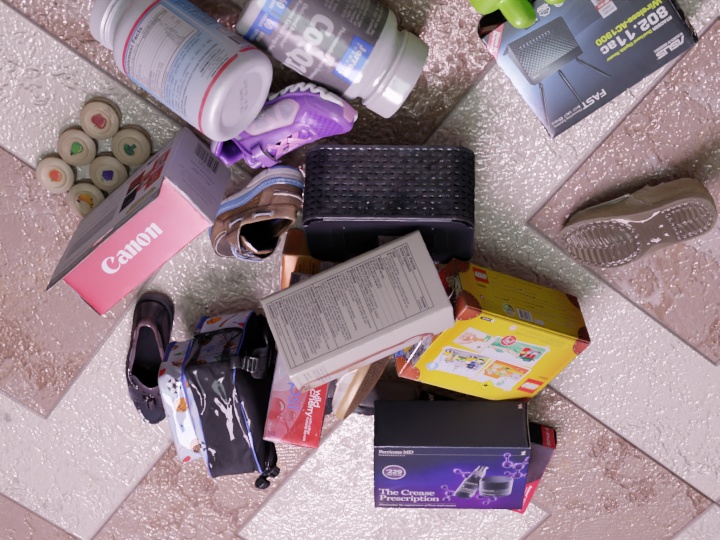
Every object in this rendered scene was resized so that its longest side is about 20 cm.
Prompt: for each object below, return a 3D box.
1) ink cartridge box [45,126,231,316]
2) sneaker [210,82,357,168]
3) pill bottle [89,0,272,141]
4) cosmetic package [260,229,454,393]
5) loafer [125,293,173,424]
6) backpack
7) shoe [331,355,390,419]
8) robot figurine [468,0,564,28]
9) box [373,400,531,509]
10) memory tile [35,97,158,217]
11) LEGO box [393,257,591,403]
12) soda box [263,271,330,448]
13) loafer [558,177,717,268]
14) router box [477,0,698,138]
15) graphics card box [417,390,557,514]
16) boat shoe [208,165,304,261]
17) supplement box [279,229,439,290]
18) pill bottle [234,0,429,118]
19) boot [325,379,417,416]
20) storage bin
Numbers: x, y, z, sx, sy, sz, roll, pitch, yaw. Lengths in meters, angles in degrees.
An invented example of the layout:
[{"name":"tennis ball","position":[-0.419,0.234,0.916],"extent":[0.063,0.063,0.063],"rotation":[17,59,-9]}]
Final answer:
[{"name":"ink cartridge box","position":[-0.261,-0.047,1.459],"extent":[0.199,0.176,0.084],"rotation":[-37,112,24]},{"name":"sneaker","position":[-0.094,-0.158,1.409],"extent":[0.198,0.090,0.080],"rotation":[2,155,33]},{"name":"pill bottle","position":[-0.201,-0.239,1.363],"extent":[0.199,0.108,0.110],"rotation":[37,122,17]},{"name":"cosmetic package","position":[-0.001,0.049,1.404],"extent":[0.197,0.105,0.087],"rotation":[-22,161,0]},{"name":"loafer","position":[-0.284,0.129,1.649],"extent":[0.071,0.063,0.203],"rotation":[7,121,1]},{"name":"backpack","position":[-0.170,0.149,1.580],"extent":[0.151,0.191,0.203],"rotation":[0,118,11]},{"name":"shoe","position":[0.008,0.087,1.508],"extent":[0.053,0.070,0.202],"rotation":[29,103,19]},{"name":"robot figurine","position":[0.137,-0.351,1.284],"extent":[0.174,0.116,0.202],"rotation":[-32,91,22]},{"name":"box","position":[0.115,0.239,1.596],"extent":[0.196,0.080,0.142],"rotation":[0,134,2]},{"name":"memory tile","position":[-0.294,-0.105,1.539],"extent":[0.199,0.017,0.153],"rotation":[39,116,-18]},{"name":"LEGO box","position":[0.160,0.081,1.529],"extent":[0.198,0.078,0.149],"rotation":[17,133,-29]},{"name":"soda box","position":[-0.066,0.108,1.484],"extent":[0.069,0.063,0.203],"rotation":[9,85,-1]},{"name":"loafer","position":[0.335,-0.059,1.490],"extent":[0.198,0.069,0.076],"rotation":[-13,119,30]},{"name":"router box","position":[0.250,-0.265,1.374],"extent":[0.199,0.062,0.150],"rotation":[-33,114,21]},{"name":"graphics card box","position":[0.156,0.250,1.695],"extent":[0.197,0.051,0.127],"rotation":[18,121,-5]},{"name":"boat shoe","position":[-0.132,-0.052,1.485],"extent":[0.071,0.073,0.200],"rotation":[11,152,-25]},{"name":"supplement box","position":[0.000,0.000,1.549],"extent":[0.196,0.067,0.070],"rotation":[5,121,2]},{"name":"pill bottle","position":[-0.030,-0.261,1.368],"extent":[0.198,0.114,0.114],"rotation":[30,119,-13]},{"name":"boot","position":[-0.008,0.119,1.614],"extent":[0.197,0.070,0.134],"rotation":[2,95,-28]},{"name":"storage bin","position":[0.035,-0.075,1.450],"extent":[0.196,0.095,0.136],"rotation":[2,159,4]}]
